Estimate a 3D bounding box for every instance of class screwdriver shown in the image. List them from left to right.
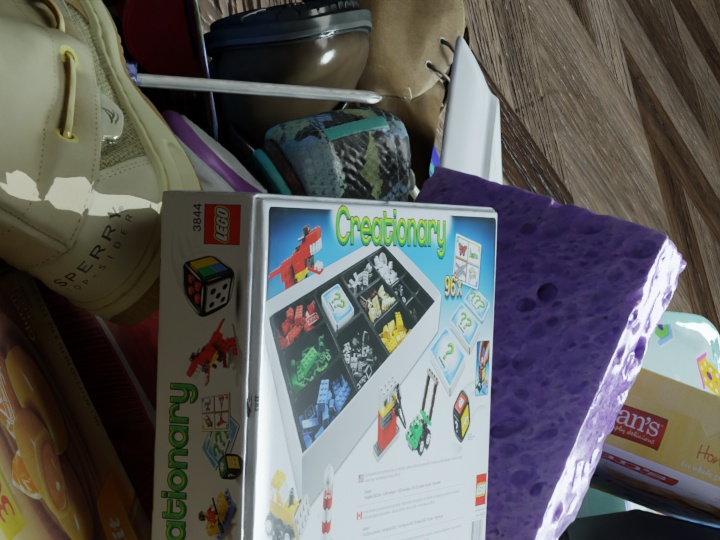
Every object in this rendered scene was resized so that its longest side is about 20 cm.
[{"bbox_3d":[-0.071,-0.074,0.957,0.200,0.028,0.029,-5,90,-38],"label":"screwdriver"}]

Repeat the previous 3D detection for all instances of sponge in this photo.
[{"bbox_3d":[0.036,0.064,0.974,0.030,0.111,0.200,41,70,-53],"label":"sponge"}]

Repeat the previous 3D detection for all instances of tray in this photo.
[{"bbox_3d":[0.052,-0.003,1.178,0.200,0.022,0.108,84,11,-53],"label":"tray"}]

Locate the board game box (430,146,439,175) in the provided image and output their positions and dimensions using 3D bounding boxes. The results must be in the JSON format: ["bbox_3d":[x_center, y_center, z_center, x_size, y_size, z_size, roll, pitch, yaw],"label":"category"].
[{"bbox_3d":[0.012,-0.009,1.297,0.152,0.045,0.200,69,17,3],"label":"board game box"}]

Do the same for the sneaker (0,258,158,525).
[{"bbox_3d":[-0.064,0.070,0.881,0.200,0.078,0.116,66,17,-10],"label":"sneaker"}]

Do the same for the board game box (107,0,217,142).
[{"bbox_3d":[-0.091,-0.119,1.059,0.200,0.039,0.158,106,-27,-81],"label":"board game box"}]

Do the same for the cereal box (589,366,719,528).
[{"bbox_3d":[0.147,0.083,1.079,0.200,0.144,0.040,87,23,-83],"label":"cereal box"}]

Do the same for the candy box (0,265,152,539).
[{"bbox_3d":[-0.095,0.107,0.762,0.200,0.055,0.115,66,15,-7],"label":"candy box"}]

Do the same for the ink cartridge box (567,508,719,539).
[{"bbox_3d":[0.127,0.212,1.092,0.144,0.084,0.201,6,-80,64],"label":"ink cartridge box"}]

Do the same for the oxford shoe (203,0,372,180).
[{"bbox_3d":[-0.028,-0.066,1.104,0.200,0.073,0.085,108,-26,-80],"label":"oxford shoe"}]

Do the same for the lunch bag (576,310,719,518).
[{"bbox_3d":[0.135,0.112,1.316,0.200,0.122,0.171,60,22,-76],"label":"lunch bag"}]

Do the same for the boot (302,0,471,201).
[{"bbox_3d":[0.021,-0.088,1.199,0.074,0.075,0.200,90,-12,-68],"label":"boot"}]

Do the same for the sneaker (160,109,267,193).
[{"bbox_3d":[-0.067,0.009,0.969,0.075,0.100,0.200,39,9,-47],"label":"sneaker"}]

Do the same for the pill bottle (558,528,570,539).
[{"bbox_3d":[0.036,0.147,1.035,0.116,0.116,0.200,38,33,-61],"label":"pill bottle"}]

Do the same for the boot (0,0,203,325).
[{"bbox_3d":[-0.147,-0.071,0.788,0.155,0.073,0.200,24,21,-42],"label":"boot"}]

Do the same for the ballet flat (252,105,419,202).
[{"bbox_3d":[0.000,0.000,1.077,0.200,0.074,0.074,88,-10,-61],"label":"ballet flat"}]

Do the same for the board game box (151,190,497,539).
[{"bbox_3d":[-0.006,0.040,0.823,0.200,0.035,0.127,1,91,-67],"label":"board game box"}]
